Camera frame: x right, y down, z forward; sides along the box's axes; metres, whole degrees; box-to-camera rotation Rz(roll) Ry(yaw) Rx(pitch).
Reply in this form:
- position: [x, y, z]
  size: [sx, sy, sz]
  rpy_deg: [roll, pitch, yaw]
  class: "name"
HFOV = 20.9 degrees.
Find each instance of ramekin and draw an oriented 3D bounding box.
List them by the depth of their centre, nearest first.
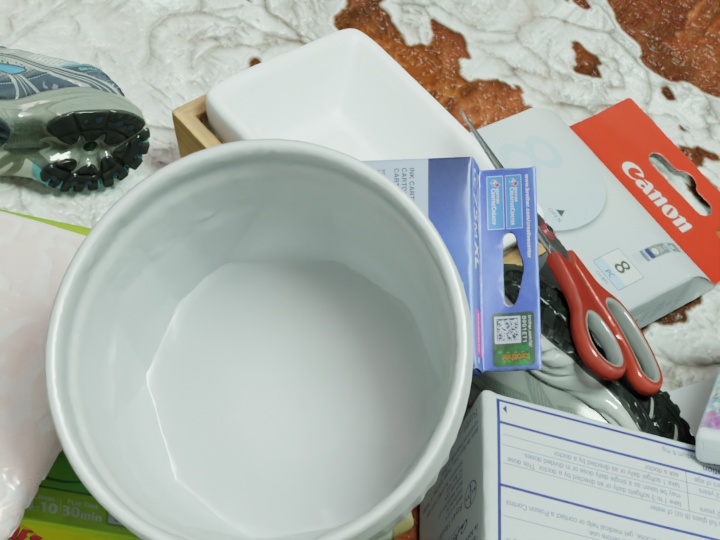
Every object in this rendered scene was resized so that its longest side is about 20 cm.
- position: [-0.042, 0.048, 0.931]
  size: [0.198, 0.105, 0.202]
  rpy_deg: [-2, 73, 8]
  class: "ramekin"

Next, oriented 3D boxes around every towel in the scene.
- position: [-0.223, 0.046, 0.984]
  size: [0.189, 0.032, 0.201]
  rpy_deg: [16, 50, 15]
  class: "towel"

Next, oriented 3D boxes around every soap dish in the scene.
- position: [-0.001, -0.045, 1.191]
  size: [0.157, 0.081, 0.200]
  rpy_deg: [-29, 67, -40]
  class: "soap dish"

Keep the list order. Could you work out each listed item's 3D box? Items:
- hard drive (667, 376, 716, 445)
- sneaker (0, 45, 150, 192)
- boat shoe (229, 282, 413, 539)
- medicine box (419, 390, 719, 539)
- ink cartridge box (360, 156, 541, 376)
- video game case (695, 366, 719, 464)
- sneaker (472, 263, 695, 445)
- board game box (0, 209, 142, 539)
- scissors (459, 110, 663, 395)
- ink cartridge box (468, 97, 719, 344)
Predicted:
- position: [0.280, 0.147, 1.194]
  size: [0.131, 0.025, 0.201]
  rpy_deg: [-13, 58, -34]
  class: "hard drive"
- position: [-0.228, -0.093, 1.143]
  size: [0.198, 0.078, 0.087]
  rpy_deg: [3, 37, -33]
  class: "sneaker"
- position: [-0.028, 0.055, 1.033]
  size: [0.075, 0.072, 0.202]
  rpy_deg: [-17, 78, -14]
  class: "boat shoe"
- position: [0.129, 0.188, 1.029]
  size: [0.180, 0.103, 0.201]
  rpy_deg: [15, 46, -13]
  class: "medicine box"
- position: [0.000, 0.000, 1.083]
  size: [0.198, 0.042, 0.121]
  rpy_deg: [-2, 81, 8]
  class: "ink cartridge box"
- position: [0.303, 0.059, 1.088]
  size: [0.198, 0.024, 0.182]
  rpy_deg: [8, 36, 20]
  class: "video game case"
- position: [0.130, 0.086, 1.152]
  size: [0.200, 0.079, 0.074]
  rpy_deg: [44, 25, -6]
  class: "sneaker"
- position: [-0.159, 0.065, 1.039]
  size: [0.101, 0.048, 0.201]
  rpy_deg: [12, 47, -16]
  class: "board game box"
- position: [0.119, -0.011, 1.163]
  size: [0.073, 0.014, 0.201]
  rpy_deg: [7, 48, -49]
  class: "scissors"
- position: [0.175, -0.048, 1.303]
  size: [0.199, 0.047, 0.160]
  rpy_deg: [-25, 64, -37]
  class: "ink cartridge box"
